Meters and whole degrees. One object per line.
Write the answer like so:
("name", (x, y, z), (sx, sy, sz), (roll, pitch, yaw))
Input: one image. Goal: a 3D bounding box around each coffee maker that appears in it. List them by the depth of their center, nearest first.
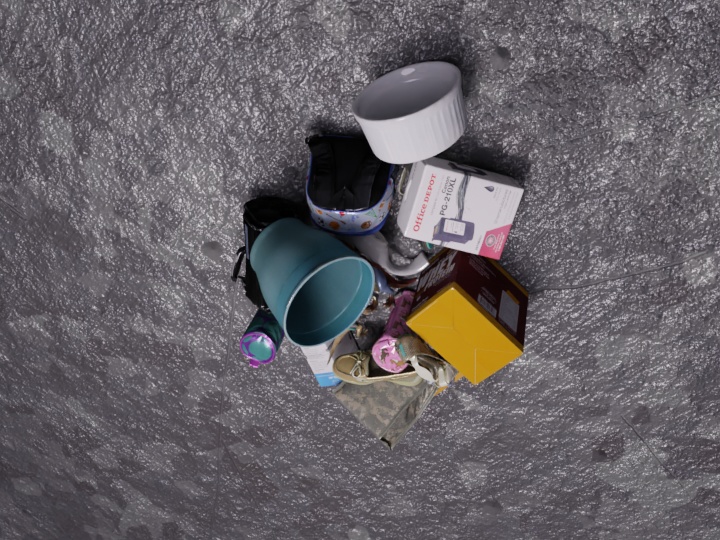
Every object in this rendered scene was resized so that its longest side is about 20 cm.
("coffee maker", (-0.172, -0.028, 1.608), (0.191, 0.134, 0.202), (28, 130, 31))

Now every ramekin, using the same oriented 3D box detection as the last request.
("ramekin", (0.093, -0.276, 1.362), (0.198, 0.202, 0.098), (-9, 128, 20))

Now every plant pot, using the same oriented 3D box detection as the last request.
("plant pot", (-0.105, 0.005, 1.443), (0.188, 0.198, 0.202), (45, 136, 36))

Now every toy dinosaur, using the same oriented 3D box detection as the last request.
("toy dinosaur", (0.000, 0.000, 1.598), (0.104, 0.200, 0.183), (-7, 115, 42))
("toy dinosaur", (-0.021, 0.111, 1.692), (0.058, 0.101, 0.202), (33, 96, 31))

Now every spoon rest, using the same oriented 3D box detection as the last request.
("spoon rest", (0.049, -0.035, 1.560), (0.198, 0.100, 0.061), (22, 117, -35))

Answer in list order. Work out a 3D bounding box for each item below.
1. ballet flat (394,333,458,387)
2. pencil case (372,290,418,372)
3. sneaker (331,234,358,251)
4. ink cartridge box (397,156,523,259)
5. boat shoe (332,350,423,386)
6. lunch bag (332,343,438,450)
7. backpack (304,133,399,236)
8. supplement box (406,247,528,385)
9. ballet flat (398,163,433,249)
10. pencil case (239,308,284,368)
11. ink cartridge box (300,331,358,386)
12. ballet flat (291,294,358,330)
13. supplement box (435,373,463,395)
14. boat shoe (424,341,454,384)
("ballet flat", (0.141, 0.190, 1.525), (0.068, 0.076, 0.199), (-36, 136, 25))
("pencil case", (0.083, 0.125, 1.618), (0.086, 0.201, 0.083), (30, 125, -4))
("sneaker", (-0.027, -0.049, 1.616), (0.078, 0.074, 0.202), (-11, 119, 15))
("ink cartridge box", (0.184, -0.121, 1.454), (0.197, 0.085, 0.147), (12, 110, -12))
("boat shoe", (0.037, 0.203, 1.631), (0.198, 0.074, 0.063), (7, 154, 8))
("lunch bag", (0.066, 0.259, 1.701), (0.164, 0.200, 0.118), (38, 171, 31))
("backpack", (-0.020, -0.155, 1.472), (0.197, 0.192, 0.155), (3, 137, 13))
("supplement box", (0.219, 0.074, 1.546), (0.197, 0.201, 0.133), (41, 124, -13))
("ballet flat", (0.111, -0.140, 1.527), (0.067, 0.068, 0.203), (7, 114, 22))
("pencil case", (-0.195, 0.114, 1.688), (0.084, 0.201, 0.093), (24, 125, -2))
("ink cartridge box", (-0.082, 0.144, 1.725), (0.066, 0.116, 0.202), (-9, 120, 27))
("ballet flat", (-0.076, 0.079, 1.572), (0.198, 0.073, 0.072), (11, 135, -38))
("supplement box", (0.206, 0.202, 1.717), (0.066, 0.069, 0.200), (40, 127, -11))
("boat shoe", (0.176, 0.141, 1.640), (0.067, 0.202, 0.074), (2, 165, -10))
